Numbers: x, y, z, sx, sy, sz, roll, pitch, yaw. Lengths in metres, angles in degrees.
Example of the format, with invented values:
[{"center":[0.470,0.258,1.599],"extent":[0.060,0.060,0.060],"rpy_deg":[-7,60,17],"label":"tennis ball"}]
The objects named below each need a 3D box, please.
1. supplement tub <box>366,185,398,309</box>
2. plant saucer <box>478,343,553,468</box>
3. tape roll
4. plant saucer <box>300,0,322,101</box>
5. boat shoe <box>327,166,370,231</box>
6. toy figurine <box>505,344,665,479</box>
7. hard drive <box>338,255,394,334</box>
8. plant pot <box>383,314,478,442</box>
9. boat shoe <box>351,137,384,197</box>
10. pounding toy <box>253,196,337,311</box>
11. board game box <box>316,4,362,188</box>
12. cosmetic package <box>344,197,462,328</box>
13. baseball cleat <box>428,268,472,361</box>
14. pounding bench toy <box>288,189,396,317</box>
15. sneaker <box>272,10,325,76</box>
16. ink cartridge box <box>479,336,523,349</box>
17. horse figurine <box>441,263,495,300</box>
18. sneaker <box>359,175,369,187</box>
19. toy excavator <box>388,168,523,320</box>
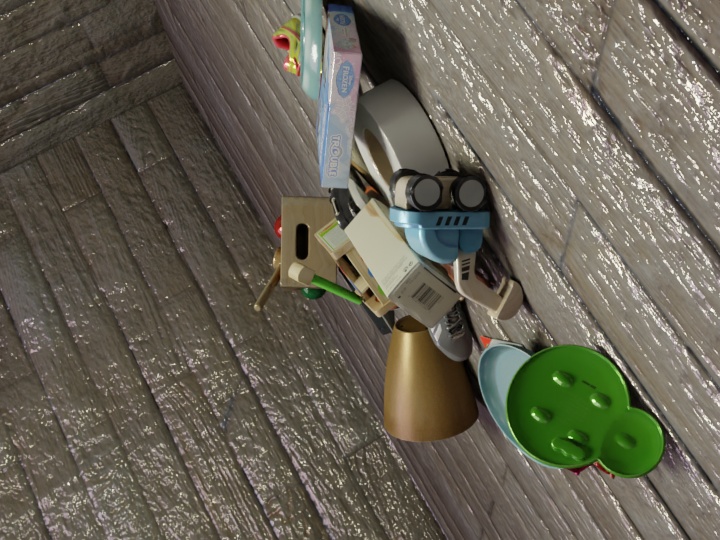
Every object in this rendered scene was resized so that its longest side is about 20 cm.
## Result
[{"center":[0.043,-0.042,1.804],"extent":[0.202,0.122,0.122],"rpy_deg":[67,169,-22],"label":"supplement tub"},{"center":[0.247,0.190,1.464],"extent":[0.200,0.027,0.202],"rpy_deg":[39,145,34],"label":"plant saucer"},{"center":[0.059,-0.176,1.512],"extent":[0.204,0.070,0.203],"rpy_deg":[60,169,19],"label":"tape roll"},{"center":[-0.077,-0.364,1.574],"extent":[0.200,0.027,0.203],"rpy_deg":[-179,90,-85],"label":"plant saucer"},{"center":[-0.024,-0.126,1.649],"extent":[0.074,0.060,0.201],"rpy_deg":[47,-168,-32],"label":"boat shoe"},{"center":[0.291,0.206,1.280],"extent":[0.199,0.151,0.184],"rpy_deg":[28,168,27],"label":"toy figurine"},{"center":[0.011,0.007,1.920],"extent":[0.141,0.033,0.201],"rpy_deg":[-90,-24,-43],"label":"hard drive"},{"center":[0.121,0.191,1.932],"extent":[0.186,0.184,0.202],"rpy_deg":[-139,37,-64],"label":"plant pot"},{"center":[0.037,-0.167,1.655],"extent":[0.200,0.069,0.074],"rpy_deg":[44,180,-31],"label":"boat shoe"},{"center":[-0.111,-0.024,1.823],"extent":[0.184,0.140,0.203],"rpy_deg":[110,161,-86],"label":"pounding toy"},{"center":[-0.034,-0.254,1.474],"extent":[0.200,0.043,0.202],"rpy_deg":[-100,14,-58],"label":"board game box"},{"center":[0.060,-0.014,1.495],"extent":[0.105,0.071,0.200],"rpy_deg":[35,-167,-35],"label":"cosmetic package"},{"center":[0.144,0.069,1.732],"extent":[0.202,0.069,0.106],"rpy_deg":[63,171,-9],"label":"baseball cleat"},{"center":[0.000,0.000,1.669],"extent":[0.157,0.199,0.124],"rpy_deg":[54,176,-23],"label":"pounding bench toy"},{"center":[-0.082,-0.347,1.725],"extent":[0.201,0.090,0.078],"rpy_deg":[56,167,27],"label":"sneaker"},{"center":[0.240,0.192,1.628],"extent":[0.164,0.057,0.200],"rpy_deg":[63,166,-6],"label":"ink cartridge box"},{"center":[0.131,-0.034,1.583],"extent":[0.201,0.050,0.133],"rpy_deg":[58,175,11],"label":"horse figurine"},{"center":[0.019,-0.134,1.873],"extent":[0.087,0.074,0.201],"rpy_deg":[40,165,48],"label":"sneaker"},{"center":[0.131,-0.033,1.389],"extent":[0.100,0.192,0.203],"rpy_deg":[-147,58,-70],"label":"toy excavator"}]
